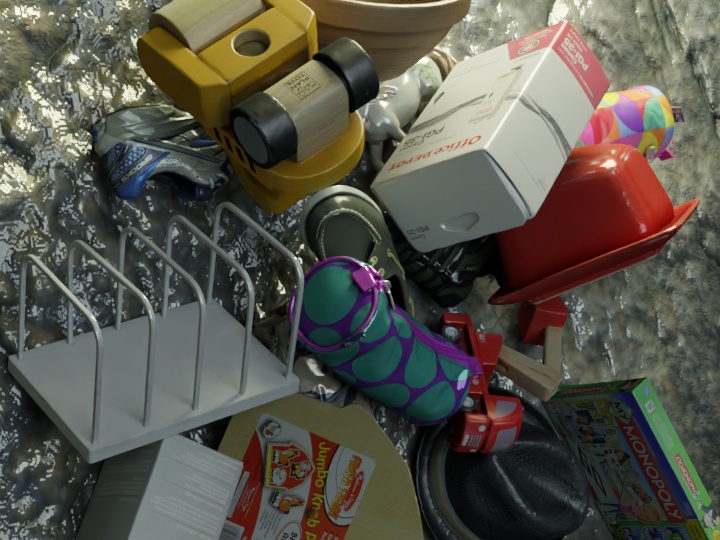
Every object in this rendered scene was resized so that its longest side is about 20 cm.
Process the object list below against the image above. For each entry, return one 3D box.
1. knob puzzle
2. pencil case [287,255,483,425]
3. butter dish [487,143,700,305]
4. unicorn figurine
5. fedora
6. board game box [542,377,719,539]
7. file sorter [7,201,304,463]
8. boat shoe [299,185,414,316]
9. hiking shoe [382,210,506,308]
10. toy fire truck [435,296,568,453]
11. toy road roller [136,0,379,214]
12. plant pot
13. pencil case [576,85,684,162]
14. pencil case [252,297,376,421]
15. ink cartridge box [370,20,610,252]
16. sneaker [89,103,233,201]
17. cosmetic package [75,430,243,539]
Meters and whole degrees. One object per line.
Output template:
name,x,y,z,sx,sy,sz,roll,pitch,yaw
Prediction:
knob puzzle,-0.038,0.207,1.349,0.218,0.030,0.221,0,91,-3
pencil case,0.023,0.065,1.351,0.200,0.092,0.085,40,27,-52
butter dish,0.204,-0.068,1.488,0.148,0.199,0.200,65,22,-3
unicorn figurine,0.035,-0.152,1.500,0.138,0.074,0.200,52,43,-15
fedora,0.153,0.202,1.505,0.200,0.091,0.202,6,80,-34
board game box,0.278,0.203,1.567,0.029,0.134,0.201,-36,103,-32
file sorter,-0.163,0.040,1.259,0.199,0.139,0.125,-17,129,-35
boat shoe,0.003,-0.001,1.380,0.060,0.072,0.202,65,2,35
hiking shoe,0.070,-0.014,1.492,0.199,0.076,0.101,-9,85,-36
toy fire truck,0.141,0.093,1.495,0.140,0.049,0.201,5,42,-14
toy road roller,-0.083,-0.140,1.307,0.123,0.146,0.200,-36,62,-23
plant pot,-0.001,-0.235,1.436,0.200,0.201,0.093,-15,126,-35
pencil case,0.242,-0.140,1.625,0.199,0.088,0.089,-14,91,-33
pencil case,-0.035,0.122,1.397,0.089,0.078,0.201,-22,96,-45
ink cartridge box,0.120,-0.122,1.419,0.083,0.146,0.200,52,48,-21
sneaker,-0.136,-0.102,1.366,0.199,0.077,0.086,-11,84,-25
cosmetic package,-0.180,0.236,1.266,0.090,0.107,0.201,26,71,-29
